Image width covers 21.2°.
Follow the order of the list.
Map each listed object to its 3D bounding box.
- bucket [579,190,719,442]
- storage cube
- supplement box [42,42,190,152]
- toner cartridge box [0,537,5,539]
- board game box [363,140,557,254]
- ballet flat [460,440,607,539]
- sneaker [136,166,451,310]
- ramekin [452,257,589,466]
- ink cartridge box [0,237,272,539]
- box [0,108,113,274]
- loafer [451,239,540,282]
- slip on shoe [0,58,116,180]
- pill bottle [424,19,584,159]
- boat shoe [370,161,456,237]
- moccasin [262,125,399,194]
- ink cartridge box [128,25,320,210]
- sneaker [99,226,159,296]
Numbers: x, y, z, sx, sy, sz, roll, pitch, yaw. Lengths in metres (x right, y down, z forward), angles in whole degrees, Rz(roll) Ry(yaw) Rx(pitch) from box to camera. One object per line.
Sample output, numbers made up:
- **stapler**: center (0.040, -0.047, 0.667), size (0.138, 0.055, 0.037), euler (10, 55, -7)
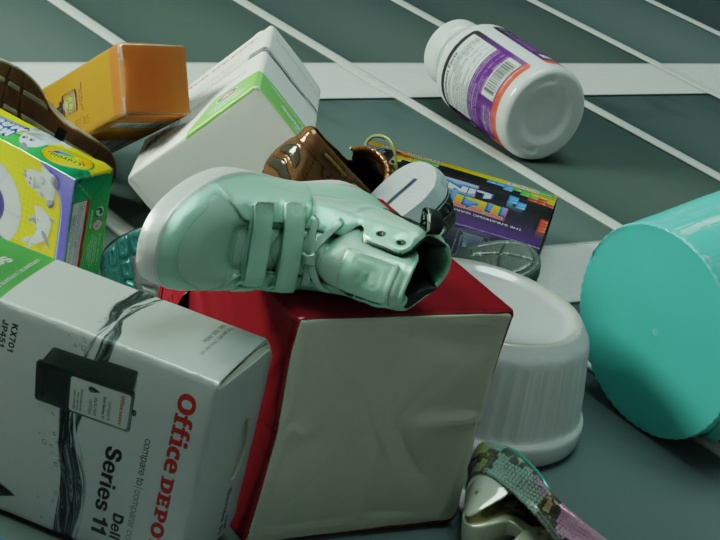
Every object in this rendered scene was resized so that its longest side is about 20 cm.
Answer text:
- **bucket**: center (0.284, 0.037, 1.547), size (0.135, 0.208, 0.207), euler (-14, 34, -34)
- **storage cube**: center (-0.027, 0.062, 1.317), size (0.200, 0.171, 0.180), euler (0, 26, -32)
- **supplement box**: center (-0.222, -0.151, 1.722), size (0.069, 0.067, 0.200), euler (-3, -5, -31)
- **toner cartridge box**: center (-0.170, 0.200, 0.993), size (0.200, 0.095, 0.043), euler (20, 23, 16)
- **board game box**: center (0.078, -0.052, 1.816), size (0.200, 0.057, 0.165), euler (17, 21, 5)
- **ballet flat**: center (0.112, 0.179, 1.279), size (0.071, 0.069, 0.200), euler (-20, 36, -24)
- **sneaker**: center (-0.032, -0.014, 1.171), size (0.200, 0.074, 0.118), euler (-9, 25, -44)
- **ramekin**: center (0.085, 0.064, 1.487), size (0.202, 0.094, 0.202), euler (13, 22, -5)
- **ink cartridge box**: center (-0.171, 0.085, 1.203), size (0.200, 0.147, 0.083), euler (19, 24, 13)
- **box**: center (-0.288, -0.064, 1.528), size (0.200, 0.118, 0.048), euler (28, 30, 31)
- **loafer**: center (0.054, 0.025, 1.614), size (0.200, 0.063, 0.072), euler (-8, 41, -8)
- **slip on shoe**: center (-0.290, -0.121, 1.649), size (0.061, 0.076, 0.200), euler (13, -14, 36)
- **pill bottle**: center (0.156, -0.213, 2.183), size (0.111, 0.112, 0.200), euler (0, 26, -32)
- **boat shoe**: center (0.000, 0.000, 1.541), size (0.200, 0.071, 0.072), euler (-38, 38, -5)
- **moccasin**: center (0.002, -0.072, 1.596), size (0.201, 0.078, 0.074), euler (28, 19, -47)
- **ink cartridge box**: center (-0.118, -0.124, 1.726), size (0.084, 0.145, 0.200), euler (51, 15, -16)
- **sneaker**: center (-0.127, -0.009, 1.585), size (0.200, 0.078, 0.091), euler (-5, 3, -29)
